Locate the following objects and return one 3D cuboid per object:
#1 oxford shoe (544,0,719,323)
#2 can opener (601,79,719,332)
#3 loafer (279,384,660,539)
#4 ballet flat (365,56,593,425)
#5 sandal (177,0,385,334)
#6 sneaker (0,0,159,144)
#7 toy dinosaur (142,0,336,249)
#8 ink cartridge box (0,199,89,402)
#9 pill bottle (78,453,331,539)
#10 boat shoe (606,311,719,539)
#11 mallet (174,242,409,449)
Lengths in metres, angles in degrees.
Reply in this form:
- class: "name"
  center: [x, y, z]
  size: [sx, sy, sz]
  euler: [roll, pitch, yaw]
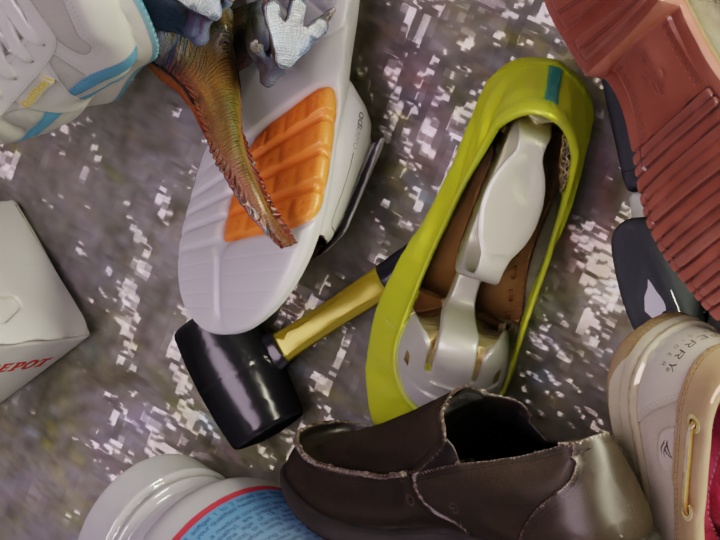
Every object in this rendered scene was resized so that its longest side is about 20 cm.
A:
- class: "oxford shoe"
  center: [0.145, -0.061, 0.973]
  size: [0.071, 0.074, 0.201]
  euler: [-34, 75, 46]
- class: "can opener"
  center: [0.127, -0.052, 1.030]
  size: [0.053, 0.067, 0.201]
  euler: [-13, 88, 25]
- class: "loafer"
  center: [0.045, 0.080, 1.022]
  size: [0.199, 0.073, 0.072]
  euler: [7, 105, 44]
- class: "ballet flat"
  center: [0.048, 0.005, 1.053]
  size: [0.066, 0.067, 0.201]
  euler: [17, 111, -6]
- class: "sandal"
  center: [-0.021, -0.066, 1.108]
  size: [0.079, 0.059, 0.208]
  euler: [3, 74, 42]
- class: "sneaker"
  center: [-0.139, -0.099, 1.042]
  size: [0.080, 0.200, 0.077]
  euler: [-27, 81, -17]
- class: "toy dinosaur"
  center: [-0.098, -0.115, 1.099]
  size: [0.181, 0.104, 0.201]
  euler: [1, 83, 61]
- class: "ink cartridge box"
  center: [-0.250, 0.052, 1.176]
  size: [0.200, 0.146, 0.085]
  euler: [-36, 77, 22]
- class: "pill bottle"
  center: [-0.036, 0.158, 1.079]
  size: [0.200, 0.108, 0.109]
  euler: [30, 107, 42]
- class: "boat shoe"
  center: [0.155, 0.115, 0.989]
  size: [0.069, 0.073, 0.201]
  euler: [20, 136, 59]
- class: "mallet"
  center: [0.000, 0.000, 1.115]
  size: [0.200, 0.041, 0.066]
  euler: [-40, 80, 18]
